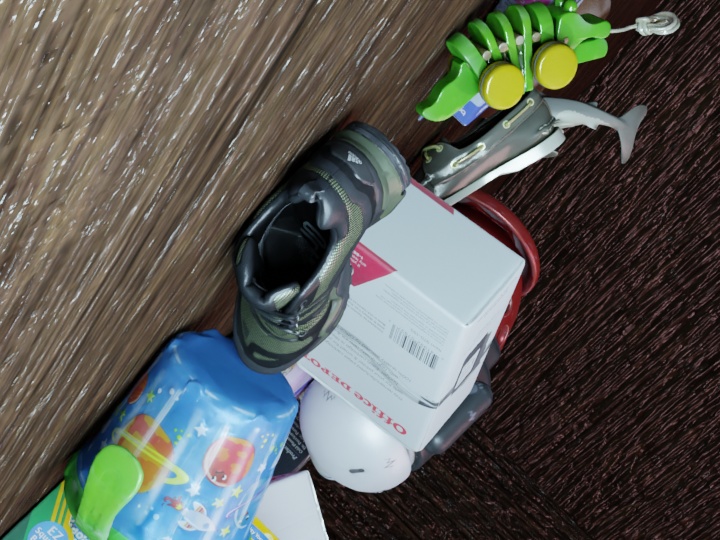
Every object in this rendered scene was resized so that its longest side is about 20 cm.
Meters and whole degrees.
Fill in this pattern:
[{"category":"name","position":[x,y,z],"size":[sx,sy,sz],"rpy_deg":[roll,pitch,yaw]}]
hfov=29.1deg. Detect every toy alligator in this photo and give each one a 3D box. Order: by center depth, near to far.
[{"category":"toy alligator","position":[0.123,-0.156,0.921],"size":[0.198,0.055,0.059],"rpy_deg":[-23,-150,-12]}]

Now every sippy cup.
[{"category":"sippy cup","position":[-0.111,0.116,0.924],"size":[0.131,0.138,0.178],"rpy_deg":[-58,-162,20]}]

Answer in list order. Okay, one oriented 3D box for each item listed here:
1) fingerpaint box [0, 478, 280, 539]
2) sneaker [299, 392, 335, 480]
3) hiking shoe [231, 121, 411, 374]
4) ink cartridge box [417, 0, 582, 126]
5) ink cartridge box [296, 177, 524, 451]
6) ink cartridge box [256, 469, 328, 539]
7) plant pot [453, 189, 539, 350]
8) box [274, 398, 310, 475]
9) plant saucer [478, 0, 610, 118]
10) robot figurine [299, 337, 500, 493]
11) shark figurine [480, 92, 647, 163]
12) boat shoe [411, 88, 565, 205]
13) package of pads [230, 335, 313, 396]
[{"category":"fingerpaint box","position":[-0.151,0.231,1.016],"size":[0.167,0.200,0.073],"rpy_deg":[-43,175,-33]},{"category":"sneaker","position":[-0.043,0.116,1.416],"size":[0.072,0.203,0.071],"rpy_deg":[-6,179,30]},{"category":"hiking shoe","position":[-0.049,-0.002,0.834],"size":[0.100,0.076,0.201],"rpy_deg":[-31,157,-45]},{"category":"ink cartridge box","position":[0.125,-0.185,1.030],"size":[0.119,0.042,0.200],"rpy_deg":[-44,176,-37]},{"category":"ink cartridge box","position":[0.029,0.032,1.089],"size":[0.083,0.145,0.201],"rpy_deg":[-45,163,-31]},{"category":"ink cartridge box","position":[-0.150,0.248,1.243],"size":[0.199,0.087,0.146],"rpy_deg":[-18,176,39]},{"category":"plant pot","position":[0.099,0.016,1.624],"size":[0.183,0.200,0.201],"rpy_deg":[-50,179,-29]},{"category":"box","position":[-0.076,0.151,1.628],"size":[0.197,0.124,0.200],"rpy_deg":[-45,176,2]},{"category":"plant saucer","position":[0.194,-0.223,1.422],"size":[0.201,0.037,0.200],"rpy_deg":[-48,176,-4]},{"category":"robot figurine","position":[0.037,0.107,1.235],"size":[0.200,0.125,0.150],"rpy_deg":[-42,174,-26]},{"category":"shark figurine","position":[0.217,-0.187,1.580],"size":[0.129,0.212,0.090],"rpy_deg":[64,25,-56]},{"category":"boat shoe","position":[0.092,-0.101,1.303],"size":[0.200,0.061,0.072],"rpy_deg":[-29,-169,0]},{"category":"package of pads","position":[-0.101,0.103,1.198],"size":[0.121,0.076,0.200],"rpy_deg":[-54,173,38]}]
